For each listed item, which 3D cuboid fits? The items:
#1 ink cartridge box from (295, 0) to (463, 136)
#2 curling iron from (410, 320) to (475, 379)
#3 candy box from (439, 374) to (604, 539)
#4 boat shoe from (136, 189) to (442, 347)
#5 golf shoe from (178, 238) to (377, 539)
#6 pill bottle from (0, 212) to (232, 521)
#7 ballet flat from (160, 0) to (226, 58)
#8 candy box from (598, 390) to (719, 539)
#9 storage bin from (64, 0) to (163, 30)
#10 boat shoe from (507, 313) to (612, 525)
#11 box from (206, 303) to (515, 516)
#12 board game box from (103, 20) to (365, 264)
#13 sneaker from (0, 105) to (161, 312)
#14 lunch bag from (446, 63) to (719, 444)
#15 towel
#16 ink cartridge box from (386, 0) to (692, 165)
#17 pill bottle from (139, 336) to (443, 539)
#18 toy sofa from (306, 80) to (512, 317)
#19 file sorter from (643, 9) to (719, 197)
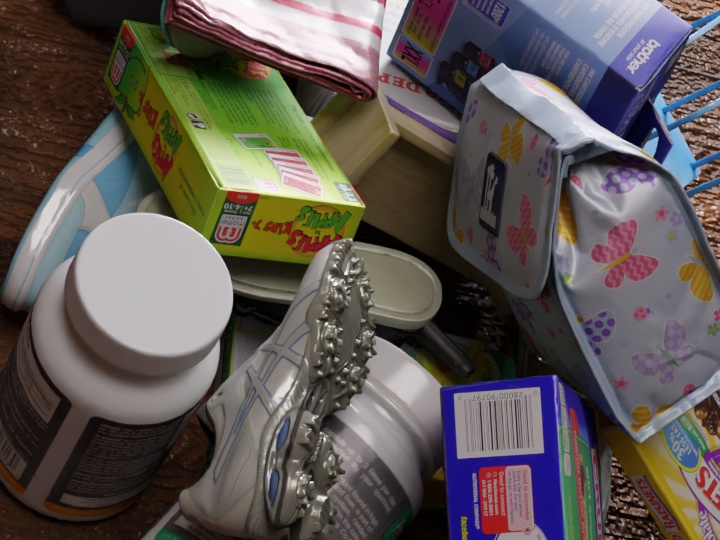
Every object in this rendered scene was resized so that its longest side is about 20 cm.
[{"bbox_3d":[0.036,-0.161,1.833,0.144,0.084,0.201,17,54,-13],"label":"ink cartridge box"},{"bbox_3d":[0.000,0.000,1.694,0.026,0.050,0.200,-40,77,-13],"label":"curling iron"},{"bbox_3d":[0.101,0.159,1.550,0.076,0.200,0.170,-4,80,9],"label":"candy box"},{"bbox_3d":[-0.051,0.006,1.642,0.198,0.066,0.075,13,53,-11],"label":"boat shoe"},{"bbox_3d":[-0.051,0.065,1.503,0.097,0.078,0.201,-2,50,24],"label":"golf shoe"},{"bbox_3d":[-0.148,0.057,1.537,0.116,0.200,0.117,11,55,-17],"label":"pill bottle"},{"bbox_3d":[-0.059,-0.184,1.696,0.063,0.068,0.200,3,17,25],"label":"ballet flat"},{"bbox_3d":[0.229,0.143,1.693,0.201,0.026,0.102,57,50,-24],"label":"candy box"},{"bbox_3d":[-0.119,-0.237,1.791,0.133,0.146,0.201,8,48,24],"label":"storage bin"},{"bbox_3d":[0.135,0.084,1.726,0.074,0.068,0.201,7,57,-19],"label":"boat shoe"},{"bbox_3d":[0.005,0.087,1.683,0.199,0.048,0.118,13,54,-12],"label":"box"},{"bbox_3d":[-0.082,-0.081,1.632,0.101,0.048,0.200,7,32,-29],"label":"board game box"},{"bbox_3d":[-0.137,-0.024,1.673,0.130,0.080,0.200,33,53,1],"label":"sneaker"},{"bbox_3d":[0.134,-0.020,1.601,0.127,0.170,0.201,-31,117,-7],"label":"lunch bag"},{"bbox_3d":[-0.045,-0.209,1.665,0.143,0.023,0.201,20,50,-17],"label":"towel"},{"bbox_3d":[0.128,-0.141,1.709,0.200,0.137,0.076,36,57,8],"label":"ink cartridge box"},{"bbox_3d":[-0.034,0.139,1.558,0.113,0.113,0.200,41,70,6],"label":"pill bottle"},{"bbox_3d":[0.048,-0.059,1.718,0.199,0.083,0.098,28,30,-37],"label":"toy sofa"},{"bbox_3d":[0.203,-0.152,1.818,0.139,0.122,0.201,-34,97,-53],"label":"file sorter"}]
